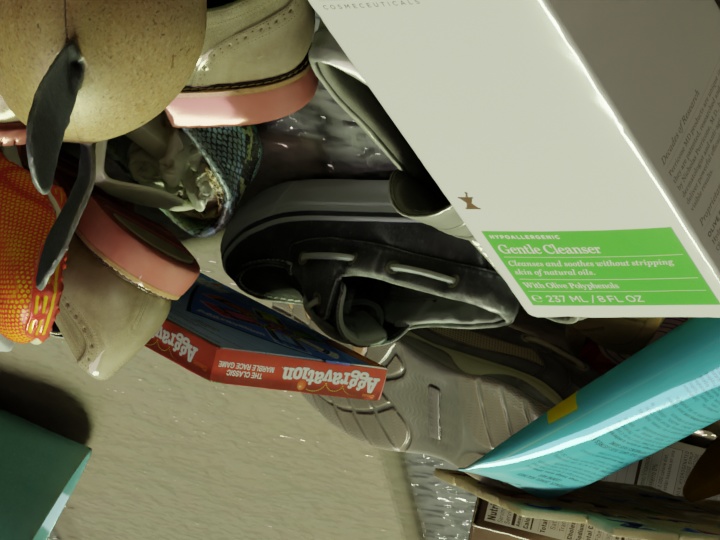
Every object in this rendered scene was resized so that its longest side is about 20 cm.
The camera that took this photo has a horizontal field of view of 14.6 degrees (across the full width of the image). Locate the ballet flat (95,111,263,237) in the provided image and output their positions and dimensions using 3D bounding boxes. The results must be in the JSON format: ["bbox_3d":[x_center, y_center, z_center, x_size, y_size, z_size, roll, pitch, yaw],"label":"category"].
[{"bbox_3d":[-0.117,-0.078,1.238,0.074,0.074,0.200,-9,146,44],"label":"ballet flat"}]

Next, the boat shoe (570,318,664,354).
[{"bbox_3d":[0.141,-0.032,1.204,0.073,0.063,0.201,36,150,6],"label":"boat shoe"}]

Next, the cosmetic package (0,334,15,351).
[{"bbox_3d":[-0.253,-0.035,1.411,0.102,0.074,0.200,2,151,27],"label":"cosmetic package"}]

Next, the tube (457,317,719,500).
[{"bbox_3d":[0.142,0.052,1.250,0.200,0.050,0.077,-33,143,26],"label":"tube"}]

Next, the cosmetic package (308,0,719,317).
[{"bbox_3d":[0.075,-0.076,1.057,0.107,0.085,0.200,-1,140,40],"label":"cosmetic package"}]

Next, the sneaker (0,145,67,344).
[{"bbox_3d":[-0.180,-0.031,1.240,0.077,0.200,0.073,4,121,-30],"label":"sneaker"}]

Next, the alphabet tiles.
[{"bbox_3d":[0.134,0.118,1.375,0.166,0.006,0.200,7,-178,-17],"label":"alphabet tiles"}]

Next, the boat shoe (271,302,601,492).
[{"bbox_3d":[0.041,0.052,1.398,0.200,0.073,0.075,26,124,36],"label":"boat shoe"}]

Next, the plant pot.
[{"bbox_3d":[-0.282,0.156,1.707,0.161,0.201,0.201,30,155,-1],"label":"plant pot"}]

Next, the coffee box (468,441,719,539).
[{"bbox_3d":[0.162,0.146,1.534,0.200,0.080,0.114,14,157,5],"label":"coffee box"}]

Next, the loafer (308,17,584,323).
[{"bbox_3d":[0.040,-0.043,1.163,0.070,0.070,0.200,3,140,47],"label":"loafer"}]

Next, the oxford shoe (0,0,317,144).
[{"bbox_3d":[-0.117,-0.101,1.139,0.200,0.071,0.075,-6,131,-10],"label":"oxford shoe"}]

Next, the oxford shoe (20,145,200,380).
[{"bbox_3d":[-0.143,-0.012,1.301,0.070,0.075,0.200,28,-174,-28],"label":"oxford shoe"}]

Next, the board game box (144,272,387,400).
[{"bbox_3d":[-0.086,0.020,1.354,0.103,0.019,0.200,7,-168,-40],"label":"board game box"}]

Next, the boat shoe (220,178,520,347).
[{"bbox_3d":[0.000,0.000,1.327,0.072,0.071,0.200,33,154,-35],"label":"boat shoe"}]

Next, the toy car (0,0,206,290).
[{"bbox_3d":[-0.118,-0.101,1.000,0.157,0.200,0.164,-1,157,-2],"label":"toy car"}]

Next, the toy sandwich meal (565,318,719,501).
[{"bbox_3d":[0.191,0.065,1.345,0.205,0.070,0.205,13,158,5],"label":"toy sandwich meal"}]
